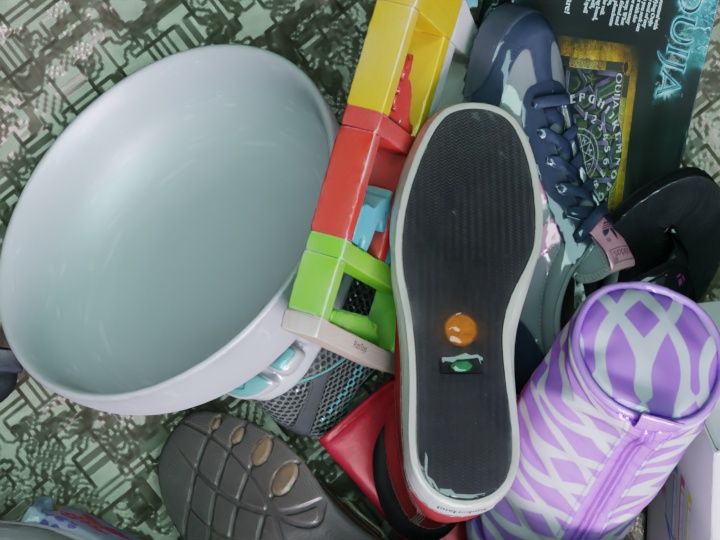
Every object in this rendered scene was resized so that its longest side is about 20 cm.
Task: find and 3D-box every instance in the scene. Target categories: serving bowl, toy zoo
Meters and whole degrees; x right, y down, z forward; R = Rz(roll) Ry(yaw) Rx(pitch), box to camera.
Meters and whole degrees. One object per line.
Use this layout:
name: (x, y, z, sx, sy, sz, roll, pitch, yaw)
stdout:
serving bowl: (-0.083, -0.011, 1.420, 0.200, 0.200, 0.066, -49, 136, -3)
toy zoo: (0.018, -0.056, 1.369, 0.020, 0.131, 0.201, 15, 86, 19)

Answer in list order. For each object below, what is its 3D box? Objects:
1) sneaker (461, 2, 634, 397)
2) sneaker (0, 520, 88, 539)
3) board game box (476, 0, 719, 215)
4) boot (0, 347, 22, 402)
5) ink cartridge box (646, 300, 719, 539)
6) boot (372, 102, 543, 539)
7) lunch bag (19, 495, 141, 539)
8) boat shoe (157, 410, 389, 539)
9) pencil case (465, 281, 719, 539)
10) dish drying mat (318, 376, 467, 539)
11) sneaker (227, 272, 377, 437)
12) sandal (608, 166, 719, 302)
sneaker: (0.100, -0.032, 1.403, 0.070, 0.082, 0.201, -20, 109, -47)
sneaker: (-0.123, 0.163, 1.340, 0.199, 0.082, 0.075, 15, 80, -3)
board game box: (0.114, -0.087, 1.476, 0.135, 0.028, 0.201, 14, 90, -34)
boot: (-0.246, 0.141, 1.443, 0.164, 0.066, 0.201, -4, 89, 1)
ink cartridge box: (0.220, 0.105, 1.430, 0.128, 0.125, 0.201, -6, 124, -7)
boot: (0.039, 0.027, 1.383, 0.072, 0.144, 0.201, 6, 77, -7)
lunch bag: (-0.134, 0.239, 1.431, 0.169, 0.127, 0.201, 28, 90, -2)
boat shoe: (-0.024, 0.147, 1.452, 0.200, 0.072, 0.076, 41, 87, 26)
pencil case: (0.108, 0.088, 1.358, 0.084, 0.200, 0.086, 14, 53, -4)
dish drying mat: (0.072, 0.137, 1.448, 0.077, 0.018, 0.200, -40, 88, -18)
sneaker: (0.000, 0.000, 1.475, 0.200, 0.077, 0.091, -54, 135, -17)
sandal: (0.131, 0.039, 1.469, 0.075, 0.048, 0.201, 22, 108, -35)
